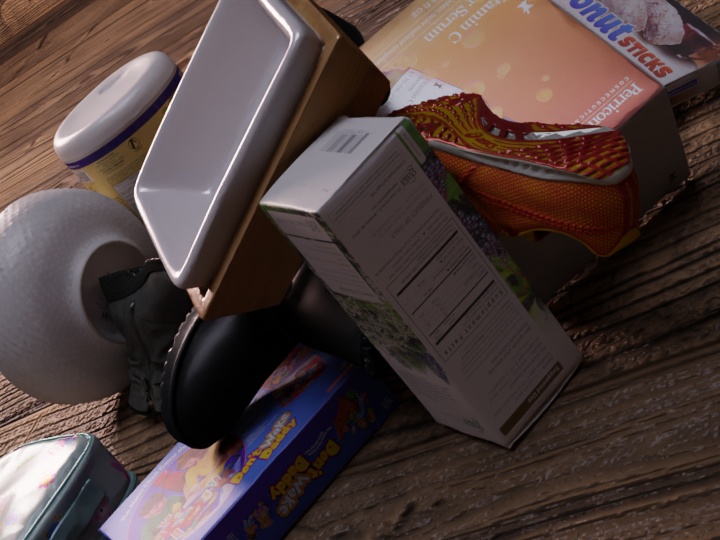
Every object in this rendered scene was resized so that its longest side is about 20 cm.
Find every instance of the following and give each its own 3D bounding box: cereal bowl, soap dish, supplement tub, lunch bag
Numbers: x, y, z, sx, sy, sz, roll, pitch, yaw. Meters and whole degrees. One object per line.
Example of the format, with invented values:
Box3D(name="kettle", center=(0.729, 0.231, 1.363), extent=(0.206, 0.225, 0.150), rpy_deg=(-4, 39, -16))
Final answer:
Box3D(name="cereal bowl", center=(-0.245, 0.021, 1.176), extent=(0.083, 0.200, 0.200), rpy_deg=(-6, 40, 36))
Box3D(name="soap dish", center=(-0.067, -0.086, 0.851), extent=(0.201, 0.081, 0.157), rpy_deg=(-63, 32, 19))
Box3D(name="supplement tub", center=(-0.187, -0.097, 1.284), extent=(0.145, 0.200, 0.146), rpy_deg=(-32, 26, 18))
Box3D(name="lunch bag", center=(-0.266, 0.222, 1.004), extent=(0.160, 0.077, 0.200), rpy_deg=(-15, 34, 41))

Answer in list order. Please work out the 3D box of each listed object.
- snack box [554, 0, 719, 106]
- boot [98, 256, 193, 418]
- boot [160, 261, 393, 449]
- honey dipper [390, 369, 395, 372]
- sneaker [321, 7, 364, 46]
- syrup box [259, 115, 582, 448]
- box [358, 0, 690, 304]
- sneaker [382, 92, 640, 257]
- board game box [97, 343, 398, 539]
Box3D(name="snack box", center=(0.214, -0.187, 1.010), extent=(0.072, 0.024, 0.200), rpy_deg=(-26, 37, -2))
Box3D(name="boot", center=(-0.144, 0.052, 1.072), extent=(0.068, 0.131, 0.200), rpy_deg=(-14, -1, -35))
Box3D(name="boot", center=(-0.037, 0.041, 0.880), extent=(0.162, 0.073, 0.199), rpy_deg=(11, 69, 43))
Box3D(name="honey dipper", center=(-0.005, -0.016, 0.955), extent=(0.038, 0.038, 0.200), rpy_deg=(-34, 59, 13))
Box3D(name="sneaker", center=(-0.031, -0.154, 1.180), extent=(0.200, 0.083, 0.121), rpy_deg=(52, 122, 38))
Box3D(name="syrup box", center=(0.039, 0.007, 0.780), extent=(0.081, 0.200, 0.079), rpy_deg=(-47, 26, -16))
Box3D(name="box", center=(0.098, -0.099, 0.893), extent=(0.152, 0.106, 0.200), rpy_deg=(-41, 54, -3))
Box3D(name="sneaker", center=(0.078, -0.055, 0.770), extent=(0.073, 0.077, 0.200), rpy_deg=(-30, 35, -26))
Box3D(name="board game box", center=(-0.082, 0.139, 0.919), extent=(0.200, 0.045, 0.134), rpy_deg=(-47, 25, -16))
